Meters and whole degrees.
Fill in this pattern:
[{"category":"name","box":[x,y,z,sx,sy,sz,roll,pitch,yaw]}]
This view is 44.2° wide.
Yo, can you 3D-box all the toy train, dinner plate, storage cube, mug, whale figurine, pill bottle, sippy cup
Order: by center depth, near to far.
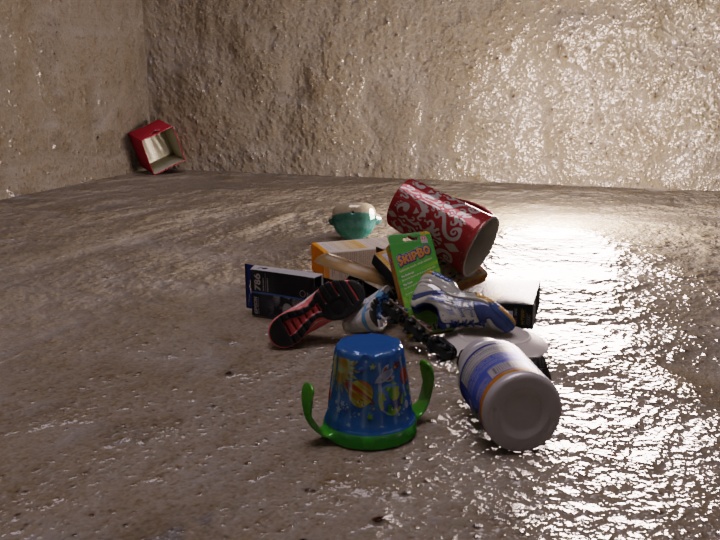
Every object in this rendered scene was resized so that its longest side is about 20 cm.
[{"category":"sippy cup","box":[0.012,0.162,1.235,0.138,0.132,0.177,6,15,27]},{"category":"pill bottle","box":[0.200,0.165,1.254,0.110,0.114,0.200,-2,13,-7]},{"category":"toy train","box":[0.103,0.104,1.590,0.045,0.035,0.200,3,24,-41]},{"category":"dinner plate","box":[0.241,0.126,1.606,0.197,0.025,0.200,-1,15,0]},{"category":"mug","box":[0.170,-0.092,1.801,0.199,0.135,0.177,30,11,23]},{"category":"whale figurine","box":[-0.016,-0.131,2.583,0.157,0.105,0.200,-1,-11,2]},{"category":"storage cube","box":[-0.950,-0.575,4.120,0.170,0.202,0.179,-30,35,-23]}]

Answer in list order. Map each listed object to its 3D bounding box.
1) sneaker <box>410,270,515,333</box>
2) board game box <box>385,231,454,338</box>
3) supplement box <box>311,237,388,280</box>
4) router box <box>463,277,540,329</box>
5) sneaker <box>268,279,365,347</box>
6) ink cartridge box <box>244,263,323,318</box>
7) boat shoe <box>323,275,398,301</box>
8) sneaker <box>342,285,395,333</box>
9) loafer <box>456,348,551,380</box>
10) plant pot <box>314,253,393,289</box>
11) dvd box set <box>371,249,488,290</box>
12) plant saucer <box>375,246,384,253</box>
[{"category":"sneaker","box":[0.185,0.081,1.626,0.198,0.089,0.075,25,-18,23]},{"category":"board game box","box":[0.112,0.025,1.690,0.094,0.203,0.030,-6,-15,-22]},{"category":"supplement box","box":[-0.010,-0.028,2.145,0.197,0.075,0.126,-5,14,-17]},{"category":"router box","box":[0.280,0.063,1.797,0.155,0.053,0.200,3,14,16]},{"category":"sneaker","box":[-0.086,0.072,1.649,0.198,0.074,0.087,-27,5,-9]},{"category":"ink cartridge box","box":[-0.165,0.047,1.789,0.198,0.101,0.039,7,16,31]},{"category":"boat shoe","box":[-0.011,0.044,1.865,0.197,0.069,0.072,1,10,-3]},{"category":"sneaker","box":[0.016,0.080,1.716,0.086,0.076,0.200,-18,0,19]},{"category":"loafer","box":[0.229,0.147,1.408,0.072,0.073,0.199,-12,17,-36]},{"category":"plant pot","box":[0.000,0.000,1.848,0.197,0.028,0.200,19,1,0]},{"category":"dvd box set","box":[0.141,-0.004,1.792,0.198,0.030,0.146,-19,52,-35]},{"category":"plant saucer","box":[0.113,0.011,1.914,0.199,0.037,0.200,28,0,0]}]
